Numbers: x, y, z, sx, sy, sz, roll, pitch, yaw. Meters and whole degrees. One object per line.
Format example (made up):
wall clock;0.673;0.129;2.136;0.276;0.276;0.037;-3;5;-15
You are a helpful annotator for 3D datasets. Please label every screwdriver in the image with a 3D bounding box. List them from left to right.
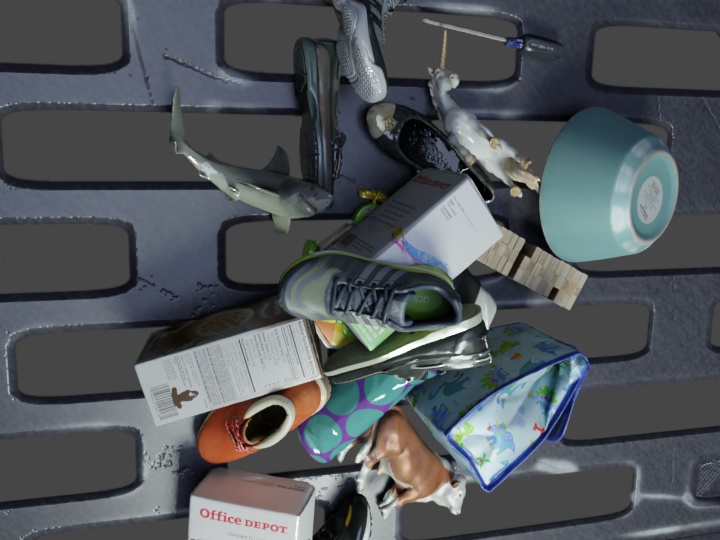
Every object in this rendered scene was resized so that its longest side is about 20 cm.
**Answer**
screwdriver;0.166;-0.290;0.989;0.195;0.028;0.030;3;130;-15

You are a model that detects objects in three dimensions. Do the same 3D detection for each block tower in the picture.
block tower;0.203;-0.017;1.043;0.197;0.054;0.059;29;92;-20

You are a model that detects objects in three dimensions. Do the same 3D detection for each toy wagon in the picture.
toy wagon;0.000;0.000;0.992;0.152;0.040;0.205;8;99;-18

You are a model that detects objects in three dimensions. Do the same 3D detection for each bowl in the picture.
bowl;0.328;-0.102;0.999;0.198;0.104;0.206;-12;109;-38

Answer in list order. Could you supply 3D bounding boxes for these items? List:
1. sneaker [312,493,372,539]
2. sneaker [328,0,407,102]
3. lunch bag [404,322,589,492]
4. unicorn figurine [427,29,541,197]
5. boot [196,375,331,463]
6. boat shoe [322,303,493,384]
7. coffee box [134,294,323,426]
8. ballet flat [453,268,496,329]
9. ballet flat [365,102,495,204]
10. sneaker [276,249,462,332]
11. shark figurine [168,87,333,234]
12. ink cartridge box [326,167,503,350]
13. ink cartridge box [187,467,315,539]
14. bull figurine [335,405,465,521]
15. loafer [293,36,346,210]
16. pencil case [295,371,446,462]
sneaker;-0.058;0.383;1.040;0.089;0.070;0.203;24;96;-23
sneaker;0.024;-0.296;0.895;0.111;0.075;0.204;-15;82;-17
lunch bag;0.178;0.155;1.010;0.199;0.170;0.128;-42;109;-6
unicorn figurine;0.142;-0.170;0.966;0.073;0.138;0.201;-34;129;6
boot;-0.135;0.183;0.929;0.198;0.107;0.076;-33;91;24
boat shoe;0.050;0.099;0.879;0.196;0.072;0.069;-17;109;17
coffee box;-0.147;0.097;0.911;0.196;0.115;0.081;-16;106;-2
ballet flat;0.129;0.047;0.964;0.067;0.200;0.069;23;78;8
ballet flat;0.092;-0.148;0.979;0.198;0.057;0.067;30;91;-20
sneaker;0.015;0.024;0.784;0.195;0.081;0.076;1;100;-16
shark figurine;-0.128;-0.122;0.923;0.211;0.128;0.091;25;68;-2
ink cartridge box;0.045;-0.020;0.904;0.199;0.145;0.085;-40;108;-6
ink cartridge box;-0.138;0.365;0.977;0.141;0.084;0.205;7;100;10
bull figurine;0.059;0.267;1.052;0.121;0.065;0.201;-38;112;-6
loafer;-0.038;-0.171;0.931;0.062;0.072;0.205;-8;102;-21
pencil case;0.007;0.149;0.976;0.199;0.092;0.086;-41;72;14
